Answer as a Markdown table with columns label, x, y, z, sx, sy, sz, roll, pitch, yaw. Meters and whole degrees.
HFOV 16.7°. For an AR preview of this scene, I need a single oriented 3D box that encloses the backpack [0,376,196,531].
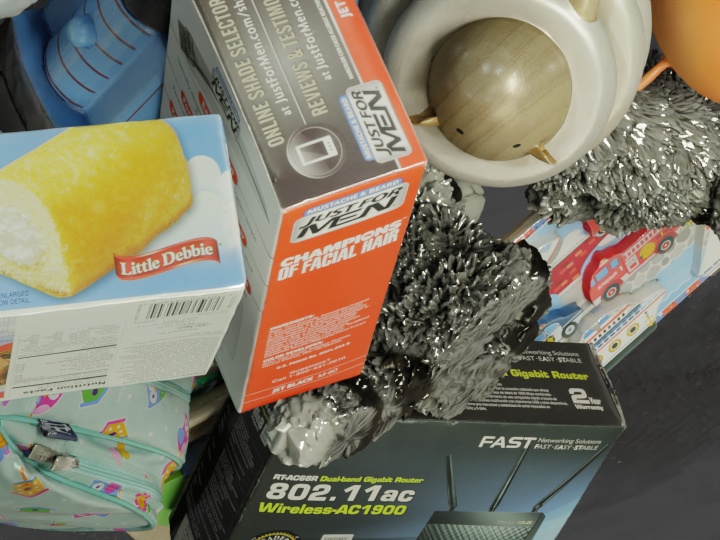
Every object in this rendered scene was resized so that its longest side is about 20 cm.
| label | x | y | z | sx | sy | sz | roll | pitch | yaw |
| --- | --- | --- | --- | --- | --- | --- | --- | --- | --- |
| backpack | -0.163 | 0.048 | 1.106 | 0.166 | 0.128 | 0.200 | 8 | 170 | 37 |

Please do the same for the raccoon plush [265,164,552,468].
| label | x | y | z | sx | sy | sz | roll | pitch | yaw |
| --- | --- | --- | --- | --- | --- | --- | --- | --- | --- |
| raccoon plush | 0.000 | 0.000 | 1.168 | 0.199 | 0.134 | 0.097 | -17 | 142 | -50 |

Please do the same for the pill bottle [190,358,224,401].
| label | x | y | z | sx | sy | sz | roll | pitch | yaw |
| --- | --- | --- | --- | --- | --- | --- | --- | --- | --- |
| pill bottle | -0.097 | 0.000 | 1.251 | 0.112 | 0.114 | 0.200 | -5 | 156 | -21 |

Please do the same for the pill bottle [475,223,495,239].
| label | x | y | z | sx | sy | sz | roll | pitch | yaw |
| --- | --- | --- | --- | --- | --- | --- | --- | --- | --- |
| pill bottle | 0.025 | 0.031 | 1.387 | 0.199 | 0.121 | 0.120 | -4 | 155 | -23 |

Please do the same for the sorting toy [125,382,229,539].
| label | x | y | z | sx | sy | sz | roll | pitch | yaw |
| --- | --- | --- | --- | --- | --- | --- | --- | --- | --- |
| sorting toy | -0.038 | 0.112 | 1.324 | 0.184 | 0.037 | 0.200 | -29 | 145 | 9 |

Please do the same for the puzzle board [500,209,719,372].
| label | x | y | z | sx | sy | sz | roll | pitch | yaw |
| --- | --- | --- | --- | --- | --- | --- | --- | --- | --- |
| puzzle board | 0.145 | -0.010 | 1.341 | 0.200 | 0.017 | 0.151 | -41 | 141 | -5 |

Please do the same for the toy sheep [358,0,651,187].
| label | x | y | z | sx | sy | sz | roll | pitch | yaw |
| --- | --- | --- | --- | --- | --- | --- | --- | --- | --- |
| toy sheep | 0.062 | -0.109 | 1.038 | 0.137 | 0.200 | 0.139 | 4 | 118 | 7 |

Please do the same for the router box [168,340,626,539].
| label | x | y | z | sx | sy | sz | roll | pitch | yaw |
| --- | --- | --- | --- | --- | --- | --- | --- | --- | --- |
| router box | 0.018 | 0.104 | 1.267 | 0.199 | 0.062 | 0.150 | 3 | 134 | -26 |

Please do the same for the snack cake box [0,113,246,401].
| label | x | y | z | sx | sy | sz | roll | pitch | yaw |
| --- | --- | --- | --- | --- | --- | --- | --- | --- | --- |
| snack cake box | -0.147 | 0.003 | 0.870 | 0.198 | 0.068 | 0.115 | -6 | 165 | -13 |

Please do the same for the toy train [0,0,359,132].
| label | x | y | z | sx | sy | sz | roll | pitch | yaw |
| --- | --- | --- | --- | --- | --- | --- | --- | --- | --- |
| toy train | -0.086 | -0.097 | 1.043 | 0.114 | 0.087 | 0.200 | -15 | 163 | -42 |

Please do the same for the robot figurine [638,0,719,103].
| label | x | y | z | sx | sy | sz | roll | pitch | yaw |
| --- | --- | --- | --- | --- | --- | --- | --- | --- | --- |
| robot figurine | 0.214 | -0.141 | 1.112 | 0.198 | 0.117 | 0.144 | -13 | 160 | -5 |

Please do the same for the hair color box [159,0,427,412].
| label | x | y | z | sx | sy | sz | roll | pitch | yaw |
| --- | --- | --- | --- | --- | --- | --- | --- | --- | --- |
| hair color box | -0.034 | -0.035 | 0.982 | 0.064 | 0.112 | 0.200 | -18 | 160 | -14 |

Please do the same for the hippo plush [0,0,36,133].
| label | x | y | z | sx | sy | sz | roll | pitch | yaw |
| --- | --- | --- | --- | --- | --- | --- | --- | --- | --- |
| hippo plush | -0.165 | -0.096 | 0.925 | 0.158 | 0.162 | 0.200 | -3 | 155 | -25 |

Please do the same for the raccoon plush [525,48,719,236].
| label | x | y | z | sx | sy | sz | roll | pitch | yaw |
| --- | --- | --- | --- | --- | --- | --- | --- | --- | --- |
| raccoon plush | 0.135 | -0.073 | 1.173 | 0.199 | 0.098 | 0.134 | 8 | 172 | 28 |
